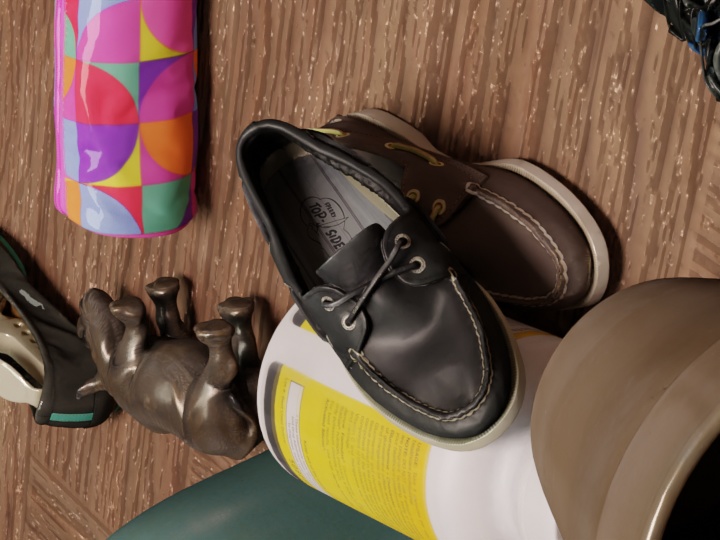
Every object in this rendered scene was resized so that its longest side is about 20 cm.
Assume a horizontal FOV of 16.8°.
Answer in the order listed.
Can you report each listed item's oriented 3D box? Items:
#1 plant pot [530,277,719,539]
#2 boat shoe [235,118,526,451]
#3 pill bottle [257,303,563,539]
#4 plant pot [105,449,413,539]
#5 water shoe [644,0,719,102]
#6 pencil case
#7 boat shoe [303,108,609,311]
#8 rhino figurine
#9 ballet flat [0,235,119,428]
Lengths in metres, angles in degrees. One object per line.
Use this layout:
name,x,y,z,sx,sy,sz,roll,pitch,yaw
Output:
plant pot,0.153,0.084,0.950,0.173,0.199,0.201,-144,49,-61
boat shoe,0.002,-0.002,1.079,0.074,0.066,0.200,-38,51,9
pill bottle,0.050,0.075,1.127,0.200,0.112,0.112,22,119,48
plant pot,-0.069,0.204,1.292,0.200,0.161,0.201,22,119,48
water shoe,0.158,-0.103,0.948,0.200,0.079,0.072,34,127,42
pencil case,-0.132,-0.118,1.327,0.088,0.088,0.201,21,119,48
boat shoe,0.034,-0.026,1.157,0.200,0.059,0.072,29,124,44
rhino figurine,-0.114,0.053,1.383,0.200,0.060,0.088,14,118,53
ballet flat,-0.224,0.031,1.514,0.200,0.068,0.068,39,131,39
